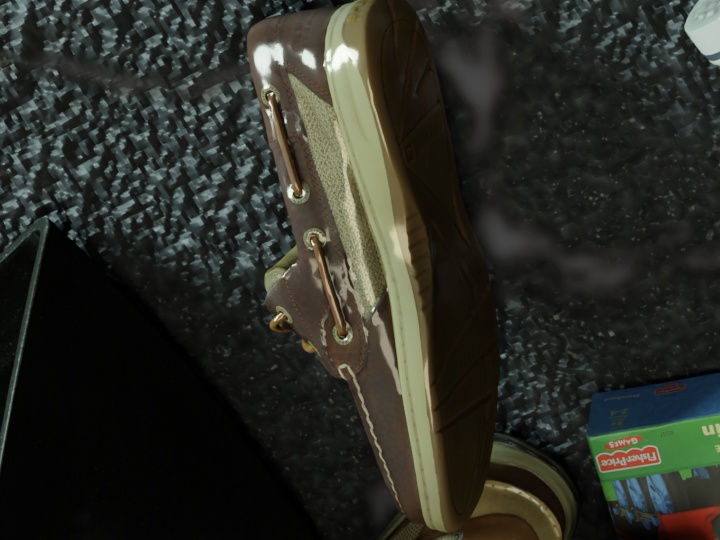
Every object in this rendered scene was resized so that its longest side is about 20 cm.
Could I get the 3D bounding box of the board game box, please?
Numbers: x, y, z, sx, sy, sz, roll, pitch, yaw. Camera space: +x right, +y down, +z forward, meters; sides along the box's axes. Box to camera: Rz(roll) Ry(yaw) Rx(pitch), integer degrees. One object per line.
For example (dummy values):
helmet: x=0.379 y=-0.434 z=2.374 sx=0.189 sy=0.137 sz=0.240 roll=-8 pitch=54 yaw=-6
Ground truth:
board game box: x=0.185 y=0.127 z=1.151 sx=0.150 sy=0.037 sz=0.201 roll=-11 pitch=117 yaw=17

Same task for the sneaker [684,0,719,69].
sneaker: x=0.206 y=-0.107 z=0.992 sx=0.200 sy=0.079 sz=0.079 roll=-34 pitch=103 yaw=38

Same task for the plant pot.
plant pot: x=-0.122 y=0.142 z=1.144 sx=0.177 sy=0.201 sz=0.199 roll=36 pitch=120 yaw=-21

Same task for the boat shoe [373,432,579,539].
boat shoe: x=0.011 y=0.150 z=1.179 sx=0.075 sy=0.074 sz=0.200 roll=30 pitch=120 yaw=-6

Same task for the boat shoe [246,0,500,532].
boat shoe: x=0.000 y=0.000 z=1.100 sx=0.072 sy=0.072 sz=0.201 roll=-4 pitch=110 yaw=25
